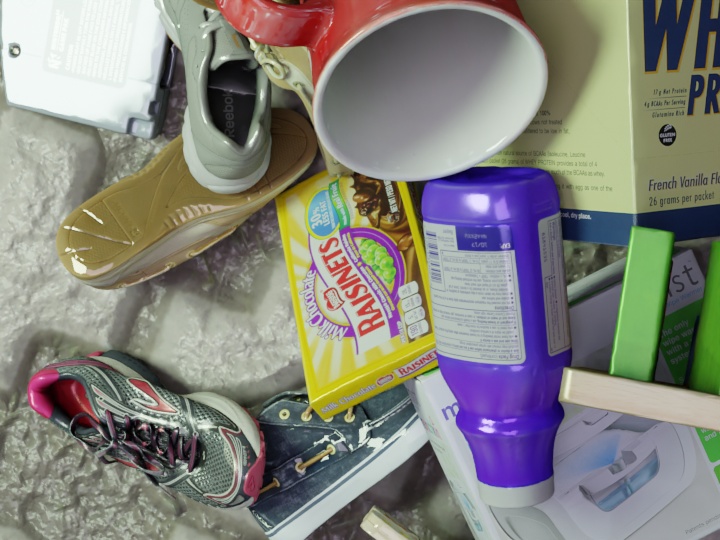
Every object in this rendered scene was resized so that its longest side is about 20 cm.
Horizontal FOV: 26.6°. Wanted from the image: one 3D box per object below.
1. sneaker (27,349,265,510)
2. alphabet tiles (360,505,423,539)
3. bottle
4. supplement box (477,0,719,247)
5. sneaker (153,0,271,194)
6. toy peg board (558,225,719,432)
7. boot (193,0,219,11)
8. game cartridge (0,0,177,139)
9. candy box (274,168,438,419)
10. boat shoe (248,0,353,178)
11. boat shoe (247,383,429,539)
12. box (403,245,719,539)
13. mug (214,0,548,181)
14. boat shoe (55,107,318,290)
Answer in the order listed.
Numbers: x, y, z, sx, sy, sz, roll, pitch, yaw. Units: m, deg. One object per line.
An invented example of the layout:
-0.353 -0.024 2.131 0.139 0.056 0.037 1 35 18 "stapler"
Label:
-0.152 0.118 1.083 0.199 0.075 0.081 19 102 31 "sneaker"
0.085 0.222 1.022 0.200 0.196 0.015 36 87 6 "alphabet tiles"
0.085 0.040 0.907 0.083 0.065 0.201 6 108 45 "bottle"
0.157 -0.126 0.937 0.134 0.200 0.201 -7 98 -28 "supplement box"
-0.091 -0.158 1.024 0.075 0.092 0.201 -11 83 -16 "sneaker"
0.222 0.041 0.842 0.199 0.199 0.098 10 89 12 "toy peg board"
-0.110 -0.255 1.011 0.199 0.156 0.077 16 134 -3 "boot"
-0.191 -0.207 1.100 0.133 0.040 0.201 14 100 6 "game cartridge"
0.000 0.000 1.023 0.102 0.201 0.026 -29 133 15 "candy box"
-0.035 -0.126 0.988 0.063 0.201 0.073 -29 57 11 "boat shoe"
-0.015 0.110 1.086 0.200 0.071 0.091 -41 92 16 "boat shoe"
0.153 0.103 1.009 0.199 0.097 0.177 -25 95 -7 "box"
0.010 -0.180 0.876 0.133 0.177 0.201 -31 48 22 "mug"
-0.121 -0.049 1.088 0.199 0.069 0.074 -27 73 -8 "boat shoe"
